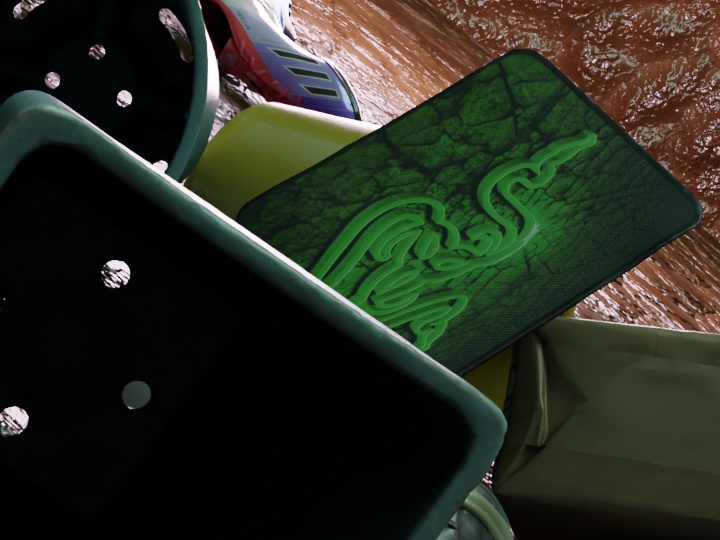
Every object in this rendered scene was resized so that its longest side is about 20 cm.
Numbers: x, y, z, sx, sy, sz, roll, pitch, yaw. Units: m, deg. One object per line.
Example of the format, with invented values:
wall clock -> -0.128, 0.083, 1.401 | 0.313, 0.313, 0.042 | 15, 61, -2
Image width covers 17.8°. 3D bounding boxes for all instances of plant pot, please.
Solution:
plant pot -> -0.099, 0.052, 0.827 | 0.196, 0.196, 0.200 | 34, 5, -18
plant pot -> 0.000, 0.000, 1.293 | 0.188, 0.202, 0.200 | 27, 7, 25
plant pot -> -0.159, -0.098, 1.185 | 0.200, 0.201, 0.196 | 40, 5, 4

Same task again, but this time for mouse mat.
mouse mat -> 0.054, -0.028, 1.176 | 0.161, 0.199, 0.008 | 47, -20, 34

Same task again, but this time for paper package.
paper package -> 0.176, 0.110, 1.276 | 0.189, 0.104, 0.200 | 6, -17, 12

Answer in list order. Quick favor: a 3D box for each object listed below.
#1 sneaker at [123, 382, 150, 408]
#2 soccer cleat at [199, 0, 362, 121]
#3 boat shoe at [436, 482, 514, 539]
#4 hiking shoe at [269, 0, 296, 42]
sneaker -> -0.049, 0.092, 1.062 | 0.199, 0.075, 0.100 | 37, 12, -8
soccer cleat -> -0.077, -0.169, 1.936 | 0.073, 0.068, 0.200 | -15, 55, -45
boat shoe -> 0.057, 0.181, 1.031 | 0.201, 0.074, 0.074 | 55, 32, -26
hiking shoe -> -0.107, -0.256, 2.126 | 0.087, 0.074, 0.201 | 41, 21, -27
